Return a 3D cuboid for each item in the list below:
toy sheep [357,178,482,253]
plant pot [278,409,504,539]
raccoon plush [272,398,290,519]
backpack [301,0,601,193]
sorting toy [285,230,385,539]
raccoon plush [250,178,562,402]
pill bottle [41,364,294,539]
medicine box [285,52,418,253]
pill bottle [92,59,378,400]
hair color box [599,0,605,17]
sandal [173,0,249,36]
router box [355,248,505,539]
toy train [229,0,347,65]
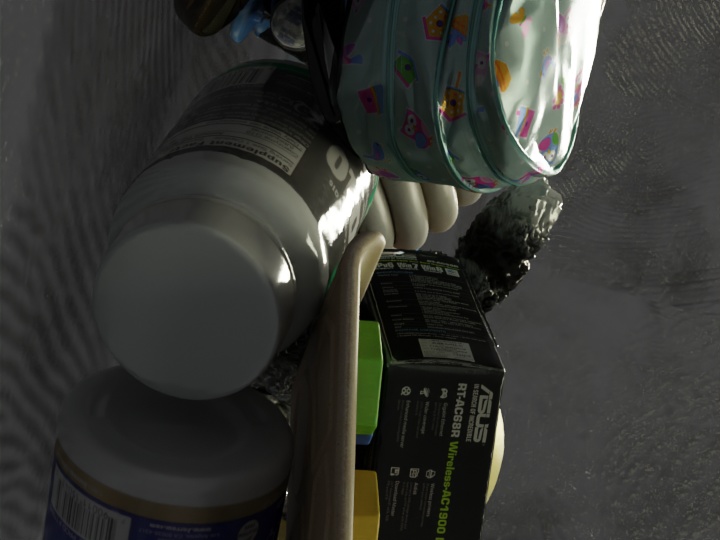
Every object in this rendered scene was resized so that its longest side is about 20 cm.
[{"bbox_3d":[0.002,-0.069,1.522,0.138,0.199,0.138,61,-7,13],"label":"toy sheep"},{"bbox_3d":[-0.013,0.107,1.775,0.142,0.199,0.201,51,49,-52],"label":"plant pot"},{"bbox_3d":[-0.043,0.078,1.483,0.200,0.096,0.135,40,65,-51],"label":"raccoon plush"},{"bbox_3d":[0.054,-0.141,1.253,0.167,0.126,0.202,25,74,-52],"label":"backpack"},{"bbox_3d":[-0.014,0.104,1.190,0.185,0.036,0.201,113,-15,-66],"label":"sorting toy"},{"bbox_3d":[0.000,0.000,1.356,0.201,0.133,0.097,-58,-160,6],"label":"raccoon plush"},{"bbox_3d":[-0.106,0.160,1.241,0.120,0.119,0.201,-63,166,-63],"label":"pill bottle"},{"bbox_3d":[0.003,-0.101,1.700,0.182,0.102,0.202,-54,157,-73],"label":"medicine box"},{"bbox_3d":[-0.062,-0.022,1.246,0.200,0.112,0.114,-64,167,-61],"label":"pill bottle"},{"bbox_3d":[0.082,-0.147,1.449,0.201,0.110,0.064,-67,179,-49],"label":"hair color box"},{"bbox_3d":[-0.049,-0.213,1.243,0.201,0.054,0.082,-61,166,-5],"label":"sandal"},{"bbox_3d":[0.022,0.109,1.262,0.150,0.062,0.202,-109,-156,-67],"label":"router box"},{"bbox_3d":[-0.010,-0.172,1.413,0.115,0.086,0.200,-61,177,13],"label":"toy train"}]
